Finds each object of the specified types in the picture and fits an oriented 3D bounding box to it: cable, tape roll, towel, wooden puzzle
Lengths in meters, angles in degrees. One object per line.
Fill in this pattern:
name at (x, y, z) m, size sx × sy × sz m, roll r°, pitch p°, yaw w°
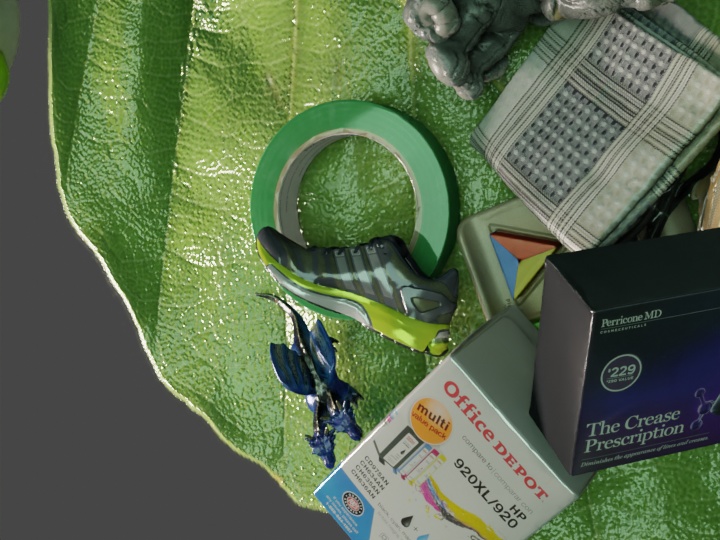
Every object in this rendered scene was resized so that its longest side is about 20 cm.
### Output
cable at (0.245, -0.065, 0.783) m, size 0.096 × 0.050 × 0.203 m, roll 18°, pitch 92°, yaw -14°
tape roll at (-0.006, -0.057, 0.889) m, size 0.197 × 0.048 × 0.205 m, roll 2°, pitch 97°, yaw 19°
towel at (0.195, -0.134, 0.769) m, size 0.201 × 0.034 × 0.193 m, roll -50°, pitch 44°, yaw 17°
wooden puzzle at (0.200, 0.011, 0.825) m, size 0.197 × 0.046 × 0.188 m, roll -21°, pitch 88°, yaw 20°

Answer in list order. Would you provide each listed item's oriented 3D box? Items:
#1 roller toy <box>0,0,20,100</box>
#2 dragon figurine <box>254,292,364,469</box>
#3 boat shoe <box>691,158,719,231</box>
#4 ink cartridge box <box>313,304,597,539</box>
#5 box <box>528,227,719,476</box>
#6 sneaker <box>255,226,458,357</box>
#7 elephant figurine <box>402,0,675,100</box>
roller toy at (-0.466, -0.264, 0.979) m, size 0.196 × 0.139 × 0.186 m, roll 6°, pitch 97°, yaw 19°
dragon figurine at (-0.047, 0.087, 0.881) m, size 0.058 × 0.100 × 0.202 m, roll -26°, pitch 71°, yaw 2°
boat shoe at (0.286, -0.056, 0.725) m, size 0.076 × 0.071 × 0.203 m, roll -134°, pitch 40°, yaw -52°
ink cartridge box at (0.092, 0.160, 0.806) m, size 0.147 × 0.144 × 0.200 m, roll 47°, pitch 121°, yaw 10°
box at (0.230, 0.052, 0.674) m, size 0.196 × 0.079 × 0.143 m, roll -9°, pitch 120°, yaw -13°
sneaker at (0.000, 0.000, 0.838) m, size 0.197 × 0.074 × 0.082 m, roll 24°, pitch 97°, yaw 8°
elephant figurine at (0.139, -0.244, 0.777) m, size 0.199 × 0.142 × 0.156 m, roll -31°, pitch 100°, yaw 26°
